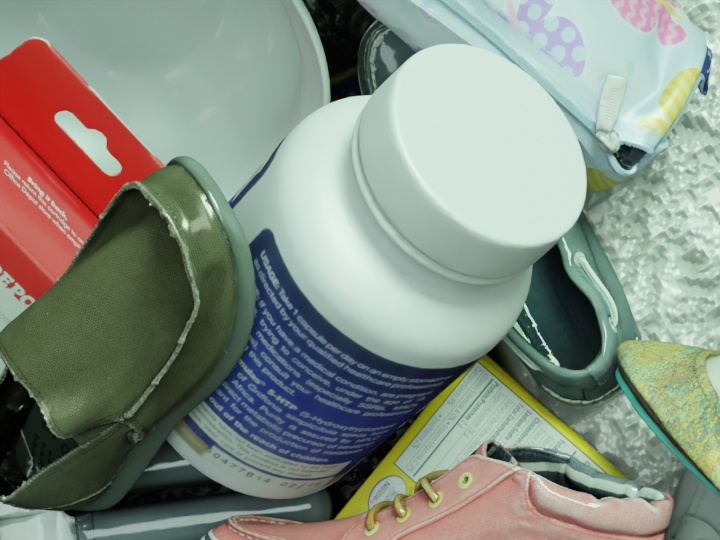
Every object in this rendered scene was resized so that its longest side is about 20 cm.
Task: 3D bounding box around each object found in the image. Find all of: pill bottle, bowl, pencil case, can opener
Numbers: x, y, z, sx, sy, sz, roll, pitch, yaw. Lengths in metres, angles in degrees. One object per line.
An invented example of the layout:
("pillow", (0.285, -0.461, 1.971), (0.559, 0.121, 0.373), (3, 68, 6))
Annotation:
("pill bottle", (0.000, 0.000, 0.963), (0.120, 0.119, 0.200), (58, 137, 11))
("bowl", (-0.107, -0.107, 1.038), (0.199, 0.091, 0.202), (3, 129, 4))
("pencil case", (0.050, -0.117, 0.985), (0.200, 0.091, 0.083), (36, 135, -18))
("can opener", (-0.111, 0.103, 1.061), (0.198, 0.066, 0.053), (-8, 81, 3))

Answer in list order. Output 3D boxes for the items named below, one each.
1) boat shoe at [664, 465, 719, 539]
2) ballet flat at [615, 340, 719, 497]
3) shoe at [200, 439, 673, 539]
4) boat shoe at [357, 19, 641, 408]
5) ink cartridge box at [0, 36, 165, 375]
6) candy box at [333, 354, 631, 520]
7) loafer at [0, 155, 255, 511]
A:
("boat shoe", (0.156, 0.142, 0.991), (0.073, 0.067, 0.202), (14, 88, 13))
("ballet flat", (0.176, 0.081, 0.930), (0.071, 0.071, 0.200), (-40, 52, 6))
("shoe", (0.030, 0.111, 0.983), (0.199, 0.071, 0.092), (13, 98, 17))
("boat shoe", (0.059, -0.032, 1.029), (0.073, 0.062, 0.201), (-31, 80, 8))
("ink cartridge box", (-0.182, 0.000, 1.027), (0.199, 0.067, 0.116), (-30, 120, 23))
("candy box", (0.026, 0.143, 1.040), (0.102, 0.026, 0.200), (41, 95, 11))
("loafer", (-0.104, 0.037, 0.946), (0.075, 0.069, 0.201), (52, 135, 25))
